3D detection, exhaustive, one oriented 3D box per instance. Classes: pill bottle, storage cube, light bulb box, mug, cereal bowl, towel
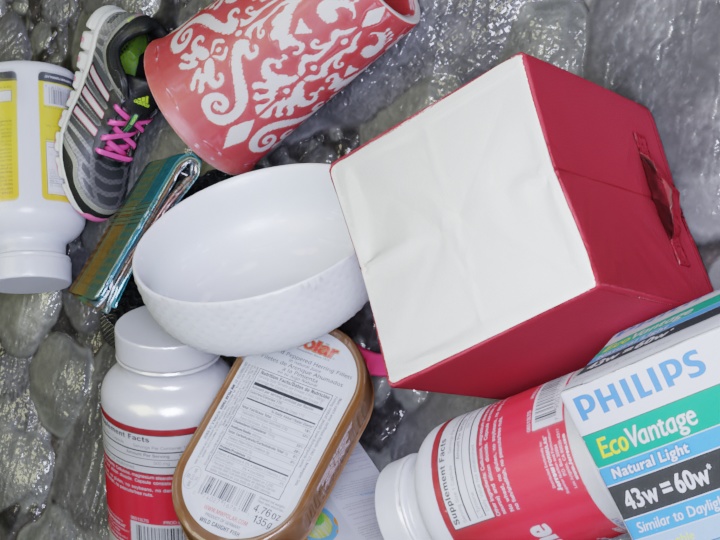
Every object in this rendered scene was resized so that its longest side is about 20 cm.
[{"bbox_3d":[-0.313,-0.085,1.467,0.111,0.112,0.202,-12,76,35],"label":"pill bottle"},{"bbox_3d":[0.111,-0.019,1.091,0.199,0.179,0.172,-27,68,30],"label":"storage cube"},{"bbox_3d":[0.112,0.146,1.098,0.199,0.112,0.113,-25,69,33],"label":"pill bottle"},{"bbox_3d":[0.261,0.108,0.952,0.197,0.125,0.201,-27,92,31],"label":"light bulb box"},{"bbox_3d":[-0.068,-0.205,1.288,0.199,0.133,0.179,-34,65,24],"label":"mug"},{"bbox_3d":[-0.068,0.002,1.201,0.199,0.200,0.084,10,129,38],"label":"cereal bowl"},{"bbox_3d":[-0.152,0.134,1.271,0.112,0.112,0.202,20,119,37],"label":"pill bottle"},{"bbox_3d":[-0.194,-0.033,1.337,0.147,0.022,0.200,-59,15,-8],"label":"towel"}]

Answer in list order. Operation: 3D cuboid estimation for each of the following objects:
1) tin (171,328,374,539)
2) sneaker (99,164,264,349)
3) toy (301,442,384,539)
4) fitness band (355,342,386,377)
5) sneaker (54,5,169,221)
[{"bbox_3d":[-0.064,0.127,1.184,0.111,0.042,0.201,20,63,16],"label":"tin"},{"bbox_3d":[-0.139,-0.001,1.352,0.070,0.090,0.201,31,76,28],"label":"sneaker"},{"bbox_3d":[-0.024,0.193,1.215,0.201,0.114,0.047,56,137,27],"label":"toy"},{"bbox_3d":[0.000,0.000,1.266,0.200,0.037,0.144,37,103,34],"label":"fitness band"},{"bbox_3d":[-0.217,-0.145,1.426,0.087,0.073,0.202,2,79,43],"label":"sneaker"}]
